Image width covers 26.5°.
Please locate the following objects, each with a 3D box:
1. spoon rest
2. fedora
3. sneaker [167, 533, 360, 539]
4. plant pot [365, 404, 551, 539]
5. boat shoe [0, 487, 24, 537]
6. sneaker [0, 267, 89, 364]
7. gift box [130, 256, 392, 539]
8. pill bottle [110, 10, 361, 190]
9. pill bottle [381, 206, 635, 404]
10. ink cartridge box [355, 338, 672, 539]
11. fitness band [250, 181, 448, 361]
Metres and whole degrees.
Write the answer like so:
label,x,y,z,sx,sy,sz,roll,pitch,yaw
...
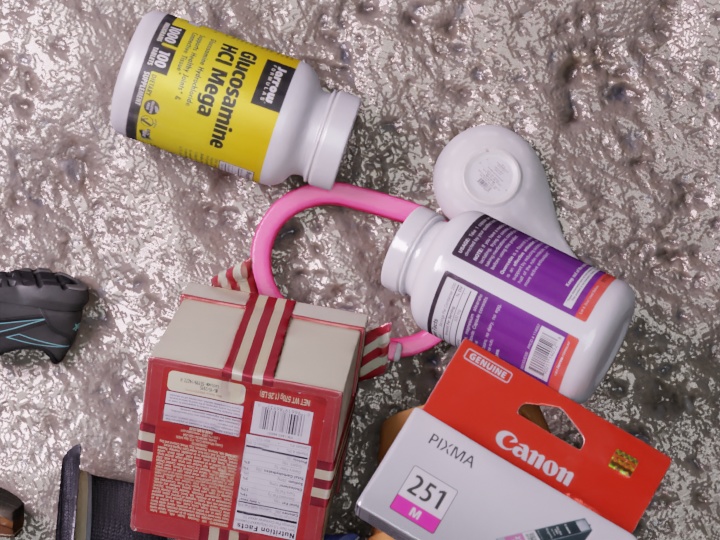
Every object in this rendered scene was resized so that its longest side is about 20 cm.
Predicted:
label,x,y,z,sx,sy,sz,roll,pitch,yaw
spoon rest,0.147,-0.043,1.361,0.099,0.061,0.200,-40,77,-3
fedora,-0.211,0.249,1.287,0.091,0.201,0.202,4,90,-12
sneaker,-0.103,0.232,1.315,0.199,0.080,0.116,-16,82,24
plant pot,0.095,0.188,1.295,0.199,0.200,0.141,-7,73,-2
boat shoe,-0.393,0.216,1.335,0.199,0.076,0.074,7,95,7
sneaker,-0.336,0.035,1.315,0.199,0.075,0.080,9,105,-21
gift box,-0.079,0.108,1.272,0.184,0.187,0.201,15,110,1
pill bottle,-0.105,-0.141,1.319,0.199,0.112,0.113,19,89,-2
pill bottle,0.122,0.023,1.281,0.199,0.112,0.113,28,89,17
ink cartridge box,0.124,0.164,1.181,0.199,0.044,0.174,30,71,9
fitness band,0.000,0.000,1.359,0.199,0.037,0.144,16,89,-3
